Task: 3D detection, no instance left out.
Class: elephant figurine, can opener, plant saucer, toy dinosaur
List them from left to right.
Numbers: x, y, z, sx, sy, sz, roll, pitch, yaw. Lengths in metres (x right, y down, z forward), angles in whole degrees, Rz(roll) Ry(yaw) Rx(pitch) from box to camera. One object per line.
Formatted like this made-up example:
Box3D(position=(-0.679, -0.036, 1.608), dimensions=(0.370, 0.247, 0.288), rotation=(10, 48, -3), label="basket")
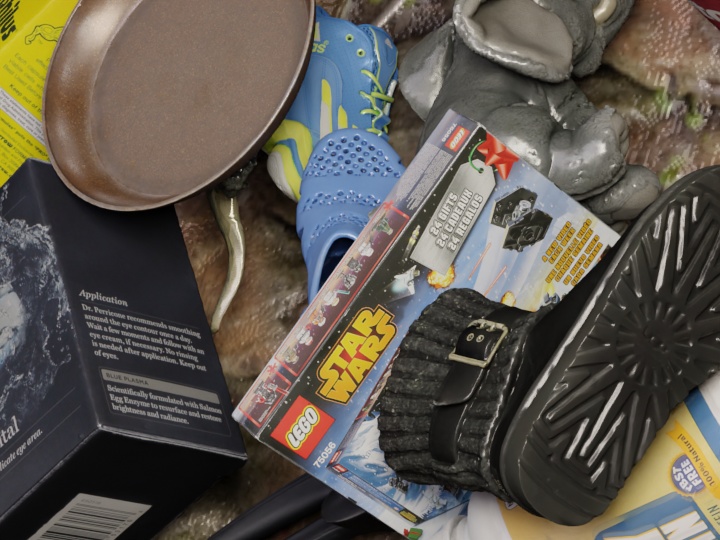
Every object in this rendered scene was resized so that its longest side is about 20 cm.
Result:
Box3D(position=(-0.103, -0.121, 1.544), dimensions=(0.200, 0.032, 0.201), rotation=(-18, 57, 28), label="plant saucer")
Box3D(position=(-0.086, -0.071, 1.575), dimensions=(0.088, 0.047, 0.200), rotation=(-42, 56, 58), label="toy dinosaur")
Box3D(position=(-0.020, 0.136, 1.505), dimensions=(0.200, 0.079, 0.064), rotation=(-28, 57, 35), label="can opener")
Box3D(position=(0.088, -0.113, 1.487), dimensions=(0.141, 0.155, 0.200), rotation=(-21, 66, 27), label="elephant figurine")

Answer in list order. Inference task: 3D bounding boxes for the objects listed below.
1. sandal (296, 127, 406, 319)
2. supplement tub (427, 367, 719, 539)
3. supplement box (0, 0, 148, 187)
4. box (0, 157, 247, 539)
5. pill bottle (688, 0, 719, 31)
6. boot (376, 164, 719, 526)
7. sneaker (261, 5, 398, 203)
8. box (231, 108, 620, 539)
Box3D(position=(0.000, 0.000, 1.456), dimensions=(0.079, 0.087, 0.200), rotation=(-9, 57, 6), label="sandal")
Box3D(position=(0.146, 0.133, 1.337), dimensions=(0.200, 0.145, 0.145), rotation=(-37, 54, 16), label="supplement tub")
Box3D(position=(-0.185, -0.140, 1.681), dimensions=(0.200, 0.109, 0.109), rotation=(-43, 27, 12), label="supplement box")
Box3D(position=(-0.191, 0.075, 1.584), dimensions=(0.197, 0.117, 0.200), rotation=(-42, 51, 31), label="box")
Box3D(position=(0.204, -0.195, 1.401), dimensions=(0.113, 0.200, 0.113), rotation=(-14, 63, 29), label="pill bottle")
Box3D(position=(0.105, 0.028, 1.298), dimensions=(0.211, 0.079, 0.158), rotation=(-49, 22, -12), label="boot")
Box3D(position=(-0.012, -0.094, 1.586), dimensions=(0.105, 0.076, 0.200), rotation=(-46, 51, 9), label="sneaker")
Box3D(position=(0.043, 0.034, 1.381), dimensions=(0.200, 0.137, 0.040), rotation=(-54, 30, -1), label="box")
